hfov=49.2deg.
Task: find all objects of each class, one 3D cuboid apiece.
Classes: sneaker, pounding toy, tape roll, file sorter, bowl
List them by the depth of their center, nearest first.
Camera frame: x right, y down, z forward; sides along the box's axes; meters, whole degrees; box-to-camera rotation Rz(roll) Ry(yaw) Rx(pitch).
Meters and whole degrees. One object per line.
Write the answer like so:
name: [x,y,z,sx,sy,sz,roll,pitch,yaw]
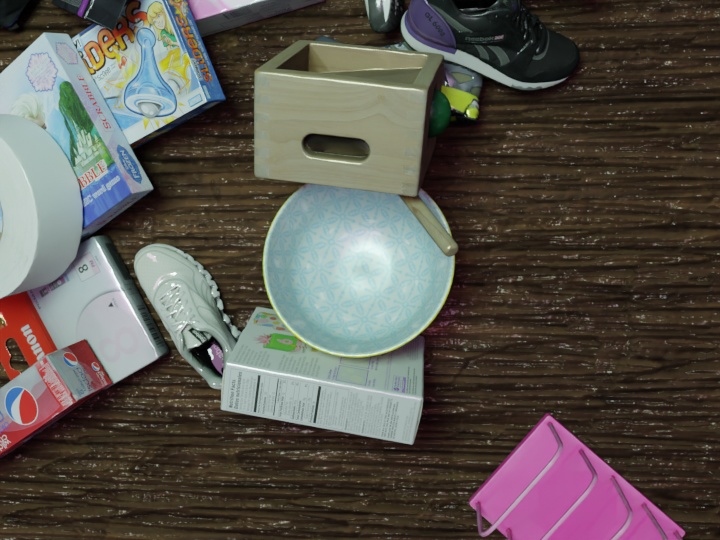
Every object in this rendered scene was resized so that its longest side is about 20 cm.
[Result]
pounding toy: [0.010,-0.127,0.763,0.199,0.184,0.143,8,118,8]
sneaker: [0.148,-0.249,0.813,0.199,0.088,0.076,9,67,-14]
file sorter: [0.238,0.283,0.840,0.200,0.125,0.139,41,97,3]
bowl: [0.000,0.000,0.852,0.200,0.108,0.201,-1,77,3]
sneaker: [-0.001,-0.353,0.865,0.080,0.074,0.201,-11,83,11]
tape roll: [-0.408,-0.070,0.870,0.202,0.071,0.203,6,106,22]
sneaker: [0.044,-0.224,0.871,0.200,0.074,0.081,19,82,1]
sneaker: [-0.193,0.053,0.900,0.075,0.081,0.200,-38,87,9]

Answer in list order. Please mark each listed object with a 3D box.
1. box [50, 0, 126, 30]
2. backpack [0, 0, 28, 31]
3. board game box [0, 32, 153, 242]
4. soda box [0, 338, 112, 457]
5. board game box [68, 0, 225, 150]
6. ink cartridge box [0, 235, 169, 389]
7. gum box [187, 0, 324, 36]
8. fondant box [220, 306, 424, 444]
box: [-0.274,-0.338,0.841,0.036,0.200,0.143,20,100,-37]
backpack: [-0.446,-0.402,0.878,0.200,0.135,0.183,37,95,6]
board game box: [-0.361,-0.129,0.898,0.200,0.041,0.200,-30,89,25]
soda box: [-0.388,0.159,0.912,0.200,0.070,0.063,-32,89,21]
board game box: [-0.254,-0.213,0.871,0.200,0.034,0.136,-19,95,32]
ink cartridge box: [-0.351,0.075,0.935,0.200,0.057,0.163,-29,90,2]
gum box: [-0.141,-0.340,0.878,0.199,0.066,0.114,-13,92,7]
fondant box: [-0.034,0.107,0.842,0.199,0.144,0.058,11,111,2]
